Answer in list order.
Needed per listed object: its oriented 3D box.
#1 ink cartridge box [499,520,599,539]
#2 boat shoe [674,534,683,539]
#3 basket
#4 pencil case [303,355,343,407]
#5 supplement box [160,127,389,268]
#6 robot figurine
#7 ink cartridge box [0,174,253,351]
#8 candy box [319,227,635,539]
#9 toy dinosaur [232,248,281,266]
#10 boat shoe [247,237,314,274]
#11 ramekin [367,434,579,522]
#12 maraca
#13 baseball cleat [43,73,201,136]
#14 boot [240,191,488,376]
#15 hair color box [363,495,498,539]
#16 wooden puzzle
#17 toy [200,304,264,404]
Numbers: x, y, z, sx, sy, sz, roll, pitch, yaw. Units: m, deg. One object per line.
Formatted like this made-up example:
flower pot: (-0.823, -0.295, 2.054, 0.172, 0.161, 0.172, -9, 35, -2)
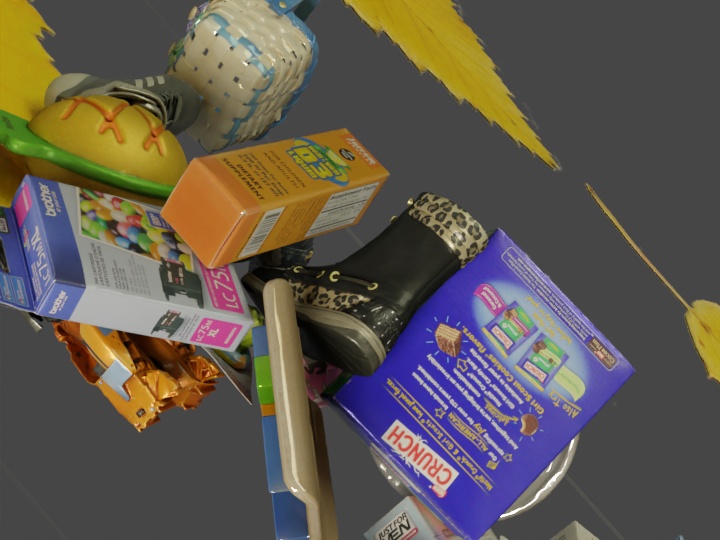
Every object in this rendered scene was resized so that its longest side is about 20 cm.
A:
ink cartridge box: (0.224, 0.321, 1.393, 0.200, 0.067, 0.117, 38, 25, -19)
boat shoe: (0.273, 0.290, 1.353, 0.200, 0.069, 0.084, 2, 51, -58)
basket: (-0.117, -0.226, 1.552, 0.139, 0.177, 0.200, 43, 34, 6)
pencil case: (-0.024, 0.062, 1.368, 0.083, 0.086, 0.200, 61, 24, -4)
supplement box: (-0.064, -0.062, 1.186, 0.067, 0.069, 0.200, 46, 31, 17)
robot figurine: (-0.199, 0.029, 1.151, 0.200, 0.058, 0.145, 51, 19, 8)
ink cartridge box: (-0.184, -0.008, 1.094, 0.199, 0.042, 0.120, 11, 37, -33)
candy box: (0.095, 0.094, 1.220, 0.169, 0.200, 0.077, 46, -11, -2)
toy dinosaur: (-0.126, -0.035, 1.326, 0.102, 0.077, 0.200, 28, -14, -25)
boat shoe: (-0.083, -0.025, 1.433, 0.070, 0.091, 0.200, 15, 2, -7)
ramekin: (0.105, 0.124, 1.361, 0.202, 0.202, 0.094, 48, 12, 3)
maraca: (-0.234, -0.098, 1.242, 0.199, 0.108, 0.137, 17, 8, -28)
baseball cleat: (-0.201, -0.145, 1.384, 0.106, 0.070, 0.200, 19, 17, 33)
boot: (0.001, 0.001, 1.214, 0.203, 0.154, 0.074, 21, -29, 57)
hair color box: (0.098, 0.285, 1.247, 0.099, 0.061, 0.200, 4, 48, -58)
wooden puzzle: (-0.054, 0.134, 1.130, 0.200, 0.046, 0.186, 80, 1, -56)
toy: (-0.115, 0.031, 1.229, 0.115, 0.047, 0.200, 48, 2, -11)
